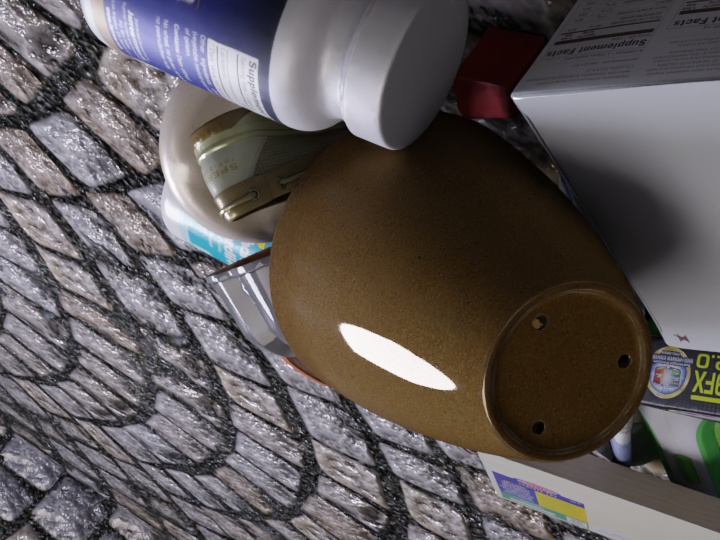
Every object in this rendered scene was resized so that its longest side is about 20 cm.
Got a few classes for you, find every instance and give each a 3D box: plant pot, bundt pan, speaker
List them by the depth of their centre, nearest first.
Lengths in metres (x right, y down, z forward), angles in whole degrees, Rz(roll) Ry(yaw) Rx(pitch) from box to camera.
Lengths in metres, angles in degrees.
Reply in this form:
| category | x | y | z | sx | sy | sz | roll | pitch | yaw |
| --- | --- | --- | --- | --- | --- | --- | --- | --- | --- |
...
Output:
| category | x | y | z | sx | sy | sz | roll | pitch | yaw |
| --- | --- | --- | --- | --- | --- | --- | --- | --- | --- |
| plant pot | 0.066 | 0.020 | 0.681 | 0.186 | 0.186 | 0.200 | 49 | 175 | -25 |
| bundt pan | 0.000 | 0.000 | 0.858 | 0.202 | 0.201 | 0.076 | -16 | 98 | 60 |
| speaker | 0.256 | 0.119 | 0.920 | 0.088 | 0.089 | 0.200 | 13 | 147 | 40 |

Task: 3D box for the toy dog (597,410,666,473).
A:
| category | x | y | z | sx | sy | sz | roll | pitch | yaw |
| --- | --- | --- | --- | --- | --- | --- | --- | --- | --- |
| toy dog | 0.180 | 0.132 | 1.033 | 0.132 | 0.096 | 0.200 | 43 | 154 | -14 |

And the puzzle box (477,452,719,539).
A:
| category | x | y | z | sx | sy | sz | roll | pitch | yaw |
| --- | --- | --- | --- | --- | --- | --- | --- | --- | --- |
| puzzle box | 0.189 | 0.173 | 0.932 | 0.199 | 0.025 | 0.133 | 17 | 160 | 21 |

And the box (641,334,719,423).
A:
| category | x | y | z | sx | sy | sz | roll | pitch | yaw |
| --- | --- | --- | --- | --- | --- | --- | --- | --- | --- |
| box | 0.290 | 0.084 | 0.761 | 0.200 | 0.044 | 0.160 | 17 | 172 | -42 |

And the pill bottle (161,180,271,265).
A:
| category | x | y | z | sx | sy | sz | roll | pitch | yaw |
| --- | --- | --- | --- | --- | --- | --- | --- | --- | --- |
| pill bottle | -0.055 | -0.038 | 1.022 | 0.200 | 0.111 | 0.111 | 27 | 154 | 18 |

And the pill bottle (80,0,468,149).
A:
| category | x | y | z | sx | sy | sz | roll | pitch | yaw |
| --- | --- | --- | --- | --- | --- | --- | --- | --- | --- |
| pill bottle | -0.048 | -0.147 | 0.700 | 0.199 | 0.116 | 0.116 | 25 | 153 | 20 |

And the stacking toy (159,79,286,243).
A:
| category | x | y | z | sx | sy | sz | roll | pitch | yaw |
| --- | --- | --- | --- | --- | --- | --- | --- | --- | --- |
| stacking toy | -0.089 | -0.118 | 0.930 | 0.146 | 0.146 | 0.200 | 50 | -179 | -28 |

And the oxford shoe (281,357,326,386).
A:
| category | x | y | z | sx | sy | sz | roll | pitch | yaw |
| --- | --- | --- | --- | --- | --- | --- | --- | --- | --- |
| oxford shoe | -0.046 | 0.045 | 1.207 | 0.072 | 0.071 | 0.200 | 6 | 142 | 39 |

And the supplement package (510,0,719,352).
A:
| category | x | y | z | sx | sy | sz | roll | pitch | yaw |
| --- | --- | --- | --- | --- | --- | --- | --- | --- | --- |
| supplement package | 0.206 | -0.058 | 0.652 | 0.155 | 0.111 | 0.200 | 4 | 141 | 49 |

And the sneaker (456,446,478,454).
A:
| category | x | y | z | sx | sy | sz | roll | pitch | yaw |
| --- | --- | --- | --- | --- | --- | --- | --- | --- | --- |
| sneaker | 0.106 | 0.080 | 0.934 | 0.200 | 0.080 | 0.075 | 106 | 153 | -48 |

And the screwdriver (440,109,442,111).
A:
| category | x | y | z | sx | sy | sz | roll | pitch | yaw |
| --- | --- | --- | --- | --- | --- | --- | --- | --- | --- |
| screwdriver | 0.048 | -0.108 | 0.855 | 0.200 | 0.029 | 0.028 | 38 | 156 | 10 |

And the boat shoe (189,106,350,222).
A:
| category | x | y | z | sx | sy | sz | roll | pitch | yaw |
| --- | --- | --- | --- | --- | --- | --- | --- | --- | --- |
| boat shoe | -0.017 | -0.065 | 0.791 | 0.073 | 0.200 | 0.063 | -26 | 76 | 39 |

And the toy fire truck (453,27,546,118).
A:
| category | x | y | z | sx | sy | sz | roll | pitch | yaw |
| --- | --- | --- | --- | --- | --- | --- | --- | --- | --- |
| toy fire truck | 0.010 | -0.172 | 0.777 | 0.199 | 0.049 | 0.141 | 17 | 148 | 35 |

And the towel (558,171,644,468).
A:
| category | x | y | z | sx | sy | sz | roll | pitch | yaw |
| --- | --- | --- | --- | --- | --- | --- | --- | --- | --- |
| towel | 0.165 | 0.029 | 0.853 | 0.024 | 0.147 | 0.200 | -13 | 143 | 2 |
